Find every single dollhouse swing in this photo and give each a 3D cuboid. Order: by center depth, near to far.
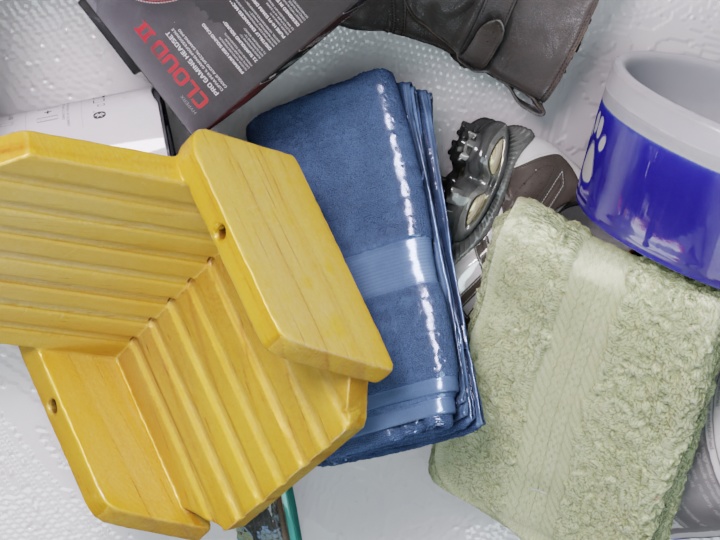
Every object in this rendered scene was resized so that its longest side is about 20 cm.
[{"bbox_3d":[-0.129,0.041,1.084,0.200,0.175,0.183,-41,67,40],"label":"dollhouse swing"}]

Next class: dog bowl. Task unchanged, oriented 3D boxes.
[{"bbox_3d":[0.219,-0.047,1.126,0.198,0.200,0.079,14,108,-10],"label":"dog bowl"}]

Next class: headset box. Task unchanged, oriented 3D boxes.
[{"bbox_3d":[-0.066,-0.177,1.080,0.199,0.075,0.149,-36,95,30],"label":"headset box"}]

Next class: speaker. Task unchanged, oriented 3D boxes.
[{"bbox_3d":[-0.199,-0.044,1.147,0.198,0.081,0.082,-12,108,-3],"label":"speaker"}]

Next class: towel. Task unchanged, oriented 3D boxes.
[{"bbox_3d":[0.116,0.070,1.138,0.147,0.036,0.201,25,123,18],"label":"towel"},{"bbox_3d":[0.000,0.000,1.147,0.111,0.048,0.202,-16,78,26],"label":"towel"}]

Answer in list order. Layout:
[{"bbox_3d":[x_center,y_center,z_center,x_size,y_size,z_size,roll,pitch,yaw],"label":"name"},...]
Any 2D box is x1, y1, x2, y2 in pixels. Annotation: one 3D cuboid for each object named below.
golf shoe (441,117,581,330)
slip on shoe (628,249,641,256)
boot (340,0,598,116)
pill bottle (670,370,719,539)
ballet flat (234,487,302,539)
[{"bbox_3d":[0.066,0.017,1.196,0.094,0.078,0.201,21,105,-12],"label":"golf shoe"},{"bbox_3d":[0.120,0.044,1.188,0.061,0.075,0.200,27,131,-34],"label":"slip on shoe"},{"bbox_3d":[0.061,-0.195,1.138,0.172,0.069,0.201,13,116,-10],"label":"boot"},{"bbox_3d":[0.231,0.088,1.161,0.113,0.199,0.115,8,77,-38],"label":"pill bottle"},{"bbox_3d":[-0.074,0.087,1.210,0.073,0.074,0.202,-7,99,-4],"label":"ballet flat"}]
